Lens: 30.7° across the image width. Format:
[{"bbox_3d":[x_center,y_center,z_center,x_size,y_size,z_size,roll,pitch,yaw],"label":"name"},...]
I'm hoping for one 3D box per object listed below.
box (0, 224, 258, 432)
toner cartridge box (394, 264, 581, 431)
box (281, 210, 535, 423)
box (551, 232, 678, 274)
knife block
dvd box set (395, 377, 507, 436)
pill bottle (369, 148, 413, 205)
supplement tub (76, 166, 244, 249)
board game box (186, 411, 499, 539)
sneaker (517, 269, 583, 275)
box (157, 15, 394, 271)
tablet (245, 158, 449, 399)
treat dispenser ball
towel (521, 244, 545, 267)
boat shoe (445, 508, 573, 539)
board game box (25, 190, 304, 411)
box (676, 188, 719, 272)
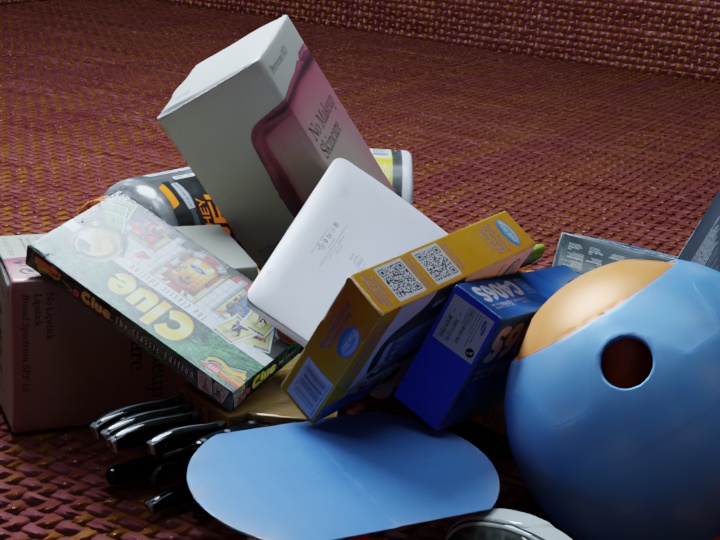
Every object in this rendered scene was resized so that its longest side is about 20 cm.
[{"bbox_3d":[-0.193,0.043,1.061,0.198,0.129,0.109,-4,21,-23],"label":"box"},{"bbox_3d":[0.106,0.052,0.960,0.043,0.096,0.199,38,22,22],"label":"toner cartridge box"},{"bbox_3d":[0.044,0.028,0.929,0.199,0.119,0.042,-21,62,-44],"label":"box"},{"bbox_3d":[0.320,0.008,1.352,0.198,0.047,0.158,17,6,32],"label":"box"},{"bbox_3d":[-0.099,0.113,0.970,0.173,0.065,0.200,6,18,2],"label":"knife block"},{"bbox_3d":[0.079,0.074,1.073,0.198,0.030,0.147,24,19,-2],"label":"dvd box set"},{"bbox_3d":[-0.042,-0.086,1.513,0.197,0.116,0.114,3,18,-3],"label":"pill bottle"},{"bbox_3d":[-0.185,-0.040,1.329,0.122,0.124,0.199,17,23,35],"label":"supplement tub"},{"bbox_3d":[-0.013,0.145,0.839,0.198,0.039,0.158,-5,19,-25],"label":"board game box"},{"bbox_3d":[0.225,0.031,1.282,0.198,0.076,0.078,17,18,29],"label":"sneaker"},{"bbox_3d":[-0.068,-0.100,1.161,0.108,0.201,0.128,-25,22,21],"label":"box"},{"bbox_3d":[0.000,0.000,1.023,0.130,0.014,0.201,35,42,-5],"label":"tablet"},{"bbox_3d":[0.195,0.092,0.874,0.198,0.203,0.201,4,18,-1],"label":"treat dispenser ball"},{"bbox_3d":[0.075,0.000,1.289,0.199,0.023,0.143,-4,-12,-46],"label":"towel"},{"bbox_3d":[0.110,0.198,0.744,0.063,0.072,0.199,-10,24,-40],"label":"boat shoe"},{"bbox_3d":[-0.140,0.018,0.973,0.199,0.024,0.105,33,44,17],"label":"board game box"},{"bbox_3d":[0.352,0.034,1.123,0.147,0.108,0.200,26,31,1],"label":"box"}]
